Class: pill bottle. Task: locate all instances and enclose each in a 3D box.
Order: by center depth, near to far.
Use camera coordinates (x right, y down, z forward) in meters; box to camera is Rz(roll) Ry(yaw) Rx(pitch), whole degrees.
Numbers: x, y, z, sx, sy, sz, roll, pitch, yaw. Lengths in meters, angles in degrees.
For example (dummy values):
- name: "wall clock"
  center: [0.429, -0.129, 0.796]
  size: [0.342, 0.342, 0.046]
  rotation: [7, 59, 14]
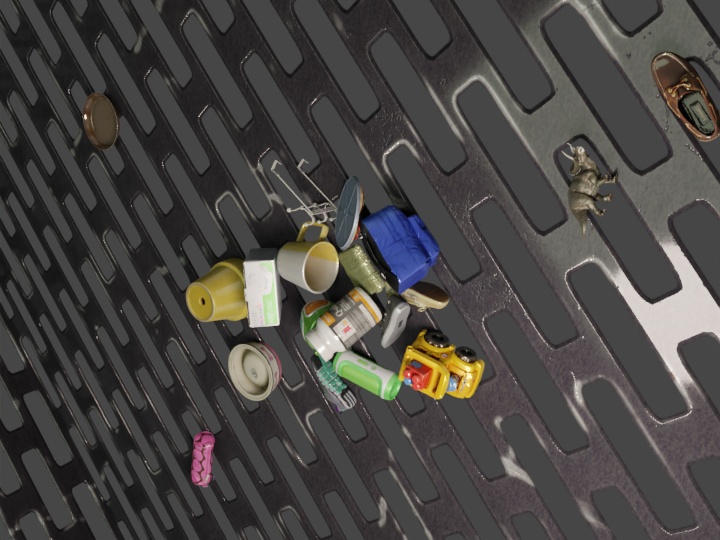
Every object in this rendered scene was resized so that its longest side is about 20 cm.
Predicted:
- name: "pill bottle"
  center: [-0.047, 0.148, 1.611]
  size: [0.199, 0.116, 0.117]
  rotation: [-39, 78, -10]

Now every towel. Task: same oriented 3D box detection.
- name: "towel"
  center: [0.000, 0.000, 1.623]
  size: [0.149, 0.036, 0.200]
  rotation: [58, 165, -1]

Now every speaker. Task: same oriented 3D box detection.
- name: "speaker"
  center: [0.018, 0.302, 1.727]
  size: [0.199, 0.088, 0.089]
  rotation: [23, 115, 26]

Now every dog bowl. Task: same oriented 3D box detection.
- name: "dog bowl"
  center: [-0.348, 0.330, 1.984]
  size: [0.198, 0.074, 0.203]
  rotation: [10, 108, 30]

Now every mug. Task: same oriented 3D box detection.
- name: "mug"
  center: [-0.157, -0.033, 1.739]
  size: [0.152, 0.187, 0.150]
  rotation: [12, 143, 39]

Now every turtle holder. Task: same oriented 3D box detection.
- name: "turtle holder"
  center: [-0.105, 0.165, 1.753]
  size: [0.141, 0.185, 0.132]
  rotation: [-45, 47, 1]

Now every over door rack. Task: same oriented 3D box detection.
- name: "over door rack"
  center: [-0.161, -0.216, 1.662]
  size: [0.066, 0.147, 0.201]
  rotation: [-36, 83, 29]

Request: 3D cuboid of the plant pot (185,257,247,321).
- name: "plant pot"
  center: [-0.450, 0.077, 1.910]
  size: [0.199, 0.188, 0.203]
  rotation: [10, 109, 30]

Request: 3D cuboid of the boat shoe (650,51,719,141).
- name: "boat shoe"
  center: [0.634, -0.342, 1.147]
  size: [0.070, 0.070, 0.201]
  rotation: [-39, 80, 36]

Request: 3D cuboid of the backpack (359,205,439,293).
- name: "backpack"
  center: [0.096, -0.067, 1.521]
  size: [0.201, 0.167, 0.163]
  rotation: [54, 169, 14]

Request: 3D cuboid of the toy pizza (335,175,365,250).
- name: "toy pizza"
  center: [-0.026, -0.154, 1.599]
  size: [0.200, 0.031, 0.203]
  rotation: [-172, 90, -72]

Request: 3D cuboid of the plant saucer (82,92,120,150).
- name: "plant saucer"
  center: [-0.938, -0.543, 2.152]
  size: [0.198, 0.032, 0.203]
  rotation: [10, 109, 32]

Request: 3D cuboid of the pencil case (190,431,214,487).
- name: "pencil case"
  center: [-0.598, 0.721, 2.253]
  size: [0.094, 0.090, 0.202]
  rotation: [-133, 46, -57]

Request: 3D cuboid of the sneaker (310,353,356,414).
- name: "sneaker"
  center: [-0.103, 0.355, 1.831]
  size: [0.201, 0.074, 0.088]
  rotation: [54, 129, 8]

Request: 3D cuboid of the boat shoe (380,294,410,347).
- name: "boat shoe"
  center: [0.087, 0.139, 1.625]
  size: [0.057, 0.068, 0.201]
  rotation: [47, 146, 24]

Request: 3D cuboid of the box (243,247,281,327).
- name: "box"
  center: [-0.296, 0.047, 1.795]
  size: [0.095, 0.177, 0.203]
  rotation: [-4, 104, -5]

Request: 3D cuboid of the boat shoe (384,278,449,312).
- name: "boat shoe"
  center: [0.151, 0.066, 1.587]
  size: [0.199, 0.073, 0.063]
  rotation: [22, 121, 39]

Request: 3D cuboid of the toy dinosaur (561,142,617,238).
- name: "toy dinosaur"
  center: [0.496, -0.175, 1.295]
  size: [0.102, 0.077, 0.202]
  rotation: [19, 119, 41]

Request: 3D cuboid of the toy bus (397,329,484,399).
- name: "toy bus"
  center: [0.196, 0.266, 1.535]
  size: [0.199, 0.191, 0.137]
  rotation: [25, 115, 23]
